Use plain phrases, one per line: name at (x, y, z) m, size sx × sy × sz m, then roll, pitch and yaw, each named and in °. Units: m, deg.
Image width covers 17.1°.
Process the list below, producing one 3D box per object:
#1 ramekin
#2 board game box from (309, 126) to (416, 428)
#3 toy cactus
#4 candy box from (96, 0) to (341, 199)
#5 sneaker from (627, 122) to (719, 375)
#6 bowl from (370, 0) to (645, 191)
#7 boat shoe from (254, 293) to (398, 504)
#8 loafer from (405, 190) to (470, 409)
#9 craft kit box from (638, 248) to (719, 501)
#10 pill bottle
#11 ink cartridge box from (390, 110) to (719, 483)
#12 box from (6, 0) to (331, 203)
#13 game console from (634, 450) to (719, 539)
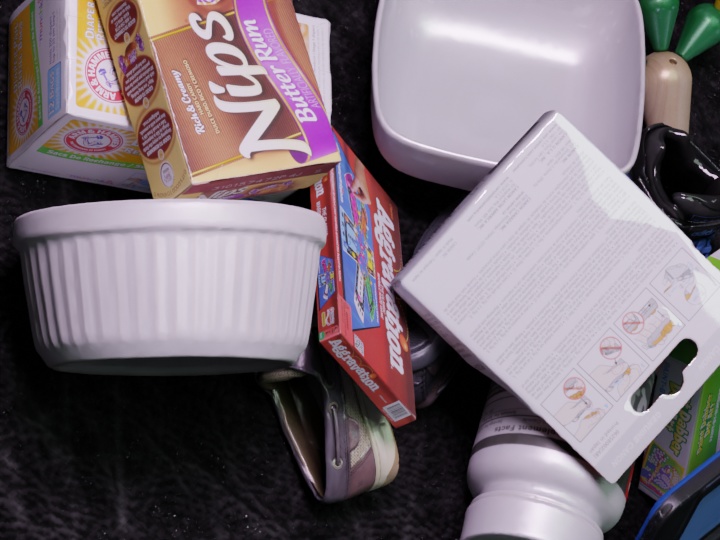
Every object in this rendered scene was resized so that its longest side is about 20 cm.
ramekin at (-0.120, 0.014, 1.506) m, size 0.201 × 0.202 × 0.095 m, roll 4°, pitch 82°, yaw -31°
board game box at (0.000, 0.000, 1.618) m, size 0.103 × 0.019 × 0.201 m, roll 51°, pitch 24°, yaw -41°
toy cactus at (0.225, -0.185, 1.869) m, size 0.199 × 0.102 × 0.167 m, roll -11°, pitch 98°, yaw -37°
candy box at (-0.099, -0.146, 1.530) m, size 0.116 × 0.056 × 0.202 m, roll -9°, pitch 76°, yaw -35°
sneaker at (0.240, -0.012, 1.788) m, size 0.076 × 0.111 × 0.201 m, roll -15°, pitch 82°, yaw -35°
bowl at (0.101, -0.132, 1.730) m, size 0.198 × 0.075 × 0.201 m, roll 11°, pitch 53°, yaw -5°
boat shoe at (-0.040, 0.062, 1.610) m, size 0.065 × 0.072 × 0.201 m, roll -24°, pitch 92°, yaw -40°
loafer at (0.070, 0.014, 1.709) m, size 0.200 × 0.071 × 0.063 m, roll -54°, pitch 141°, yaw -36°
craft kit box at (0.290, 0.053, 1.757) m, size 0.048 × 0.201 × 0.197 m, roll 30°, pitch 44°, yaw 29°
pill bottle at (0.139, 0.117, 1.676) m, size 0.113 × 0.114 × 0.201 m, roll 28°, pitch 60°, yaw -21°
ink cartridge box at (0.146, 0.018, 1.623) m, size 0.200 × 0.057 × 0.163 m, roll 44°, pitch 84°, yaw -6°
box at (-0.128, -0.119, 1.599) m, size 0.199 × 0.101 × 0.114 m, roll 10°, pitch 67°, yaw -29°
game console at (0.287, 0.208, 1.740) m, size 0.118 × 0.171 × 0.199 m, roll 42°, pitch 51°, yaw 21°
